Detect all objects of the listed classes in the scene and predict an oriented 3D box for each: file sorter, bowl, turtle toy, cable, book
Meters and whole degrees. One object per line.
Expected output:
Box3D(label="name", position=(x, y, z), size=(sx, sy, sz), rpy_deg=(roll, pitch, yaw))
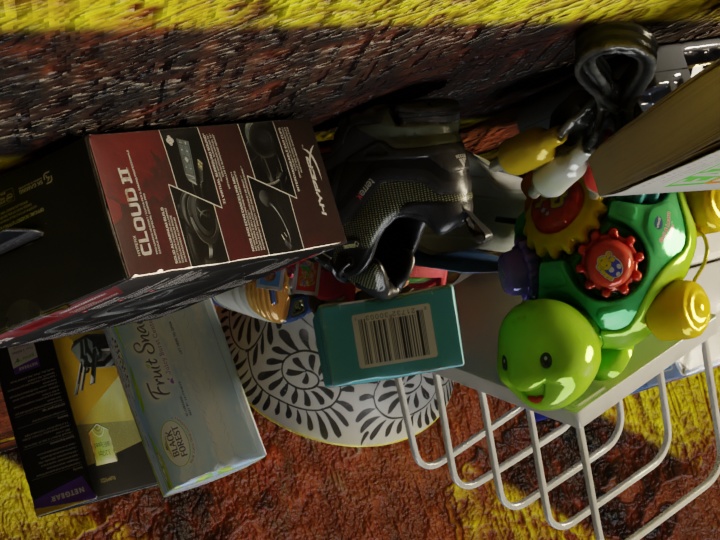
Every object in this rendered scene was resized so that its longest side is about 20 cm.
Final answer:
Box3D(label="file sorter", position=(0.134, 0.090, 1.454), size=(0.138, 0.126, 0.199), rpy_deg=(-30, -149, -32))
Box3D(label="bowl", position=(-0.010, 0.031, 1.635), size=(0.199, 0.201, 0.095), rpy_deg=(-14, 140, -32))
Box3D(label="turtle toy", position=(0.145, 0.000, 1.336), size=(0.145, 0.202, 0.101), rpy_deg=(-7, 147, 44))
Box3D(label="cable", position=(0.143, -0.083, 1.208), size=(0.096, 0.051, 0.200), rpy_deg=(12, 165, -8))
Box3D(label="book", position=(0.245, -0.083, 1.217), size=(0.199, 0.048, 0.133), rpy_deg=(-6, 164, -39))

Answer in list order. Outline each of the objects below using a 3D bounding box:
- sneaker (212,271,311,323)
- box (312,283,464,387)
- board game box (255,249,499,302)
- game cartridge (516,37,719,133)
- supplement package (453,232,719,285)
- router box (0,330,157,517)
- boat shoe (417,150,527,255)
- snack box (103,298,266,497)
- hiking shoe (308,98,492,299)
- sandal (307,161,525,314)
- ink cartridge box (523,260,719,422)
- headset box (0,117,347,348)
Box3D(label="sneaker", position=(-0.041, -0.015, 1.545), size=(0.088, 0.076, 0.199), rpy_deg=(7, -167, 36))
Box3D(label="box", position=(0.014, 0.043, 1.308), size=(0.081, 0.050, 0.200), rpy_deg=(-9, 177, -2))
Box3D(label="board game box", position=(0.000, 0.000, 1.406), size=(0.198, 0.039, 0.158), rpy_deg=(9, -173, 0))
Box3D(label="game cartridge", position=(0.198, -0.114, 1.358), size=(0.199, 0.041, 0.133), rpy_deg=(-12, 169, -46))
Box3D(label="supplement package", position=(0.168, -0.037, 1.592), size=(0.199, 0.122, 0.119), rpy_deg=(-21, 174, 40))
Box3D(label="router box", position=(-0.189, 0.085, 1.516), size=(0.052, 0.159, 0.200), rpy_deg=(-18, 176, 18))
Box3D(label="boat shoe", position=(0.055, -0.051, 1.394), size=(0.062, 0.072, 0.200), rpy_deg=(31, -172, 30))
Box3D(label="snack box", position=(-0.121, 0.052, 1.324), size=(0.067, 0.170, 0.200), rpy_deg=(-19, 175, -10))
Box3D(label="hiking shoe", position=(-0.018, -0.026, 1.204), size=(0.199, 0.102, 0.075), rpy_deg=(-22, 171, 39))
Box3D(label="sandal", position=(0.049, -0.011, 1.508), size=(0.199, 0.082, 0.055), rpy_deg=(-35, 161, -18))
Box3D(label="ink cartridge box", position=(0.203, 0.054, 1.587), size=(0.136, 0.077, 0.199), rpy_deg=(-14, 175, -40))
Box3D(label="headset box", position=(-0.128, -0.017, 1.084), size=(0.148, 0.078, 0.199), rpy_deg=(-21, 173, 36))
